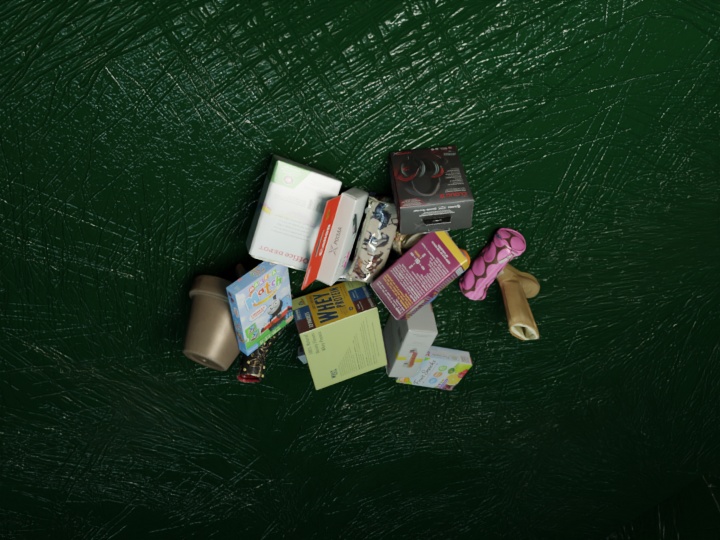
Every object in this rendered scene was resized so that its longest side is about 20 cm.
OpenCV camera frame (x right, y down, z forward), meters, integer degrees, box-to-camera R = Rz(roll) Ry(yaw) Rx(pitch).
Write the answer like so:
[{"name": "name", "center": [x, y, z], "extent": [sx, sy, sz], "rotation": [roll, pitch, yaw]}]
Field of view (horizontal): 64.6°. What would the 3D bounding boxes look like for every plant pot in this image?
[{"name": "plant pot", "center": [-0.338, 0.134, 1.355], "extent": [0.196, 0.178, 0.201], "rotation": [17, 156, 8]}]

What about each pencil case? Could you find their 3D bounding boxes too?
[{"name": "pencil case", "center": [0.028, -0.068, 1.266], "extent": [0.088, 0.078, 0.204], "rotation": [9, 107, -27]}, {"name": "pencil case", "center": [0.320, -0.010, 1.402], "extent": [0.089, 0.095, 0.202], "rotation": [13, 133, -18]}]

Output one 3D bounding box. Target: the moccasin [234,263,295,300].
[{"name": "moccasin", "center": [-0.231, 0.041, 1.399], "extent": [0.078, 0.074, 0.201], "rotation": [-42, 129, 4]}]

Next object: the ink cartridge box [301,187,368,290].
[{"name": "ink cartridge box", "center": [-0.051, -0.064, 1.204], "extent": [0.043, 0.174, 0.204], "rotation": [21, 111, 9]}]

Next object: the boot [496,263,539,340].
[{"name": "boot", "center": [0.411, 0.091, 1.438], "extent": [0.172, 0.203, 0.066], "rotation": [23, 130, -27]}]

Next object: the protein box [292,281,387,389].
[{"name": "protein box", "center": [-0.055, 0.158, 1.446], "extent": [0.196, 0.136, 0.202], "rotation": [-18, 127, -8]}]

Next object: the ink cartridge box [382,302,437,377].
[{"name": "ink cartridge box", "center": [0.126, 0.169, 1.522], "extent": [0.081, 0.147, 0.202], "rotation": [6, 135, -15]}]

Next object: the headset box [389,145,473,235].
[{"name": "headset box", "center": [0.140, -0.158, 1.152], "extent": [0.145, 0.203, 0.076], "rotation": [-6, 137, 0]}]

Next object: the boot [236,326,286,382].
[{"name": "boot", "center": [-0.255, 0.200, 1.465], "extent": [0.072, 0.154, 0.198], "rotation": [26, 149, -28]}]

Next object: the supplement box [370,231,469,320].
[{"name": "supplement box", "center": [0.134, 0.009, 1.258], "extent": [0.199, 0.104, 0.131], "rotation": [-41, 169, 6]}]

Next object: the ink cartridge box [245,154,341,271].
[{"name": "ink cartridge box", "center": [-0.142, -0.117, 1.185], "extent": [0.142, 0.088, 0.204], "rotation": [14, 103, -22]}]

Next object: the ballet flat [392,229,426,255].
[{"name": "ballet flat", "center": [0.149, -0.104, 1.264], "extent": [0.075, 0.064, 0.200], "rotation": [36, 108, -19]}]

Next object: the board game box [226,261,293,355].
[{"name": "board game box", "center": [-0.222, 0.077, 1.286], "extent": [0.151, 0.036, 0.203], "rotation": [-39, 145, -33]}]

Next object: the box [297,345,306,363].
[{"name": "box", "center": [-0.084, 0.209, 1.611], "extent": [0.196, 0.039, 0.042], "rotation": [-22, 133, 14]}]

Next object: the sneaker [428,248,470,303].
[{"name": "sneaker", "center": [0.177, 0.013, 1.411], "extent": [0.200, 0.076, 0.078], "rotation": [-47, 148, 23]}]

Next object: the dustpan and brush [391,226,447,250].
[{"name": "dustpan and brush", "center": [0.107, -0.067, 1.351], "extent": [0.197, 0.058, 0.141], "rotation": [-29, 119, 10]}]

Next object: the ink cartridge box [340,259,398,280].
[{"name": "ink cartridge box", "center": [0.000, 0.000, 1.374], "extent": [0.195, 0.045, 0.094], "rotation": [-1, 175, -7]}]

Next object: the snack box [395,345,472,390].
[{"name": "snack box", "center": [0.219, 0.293, 1.725], "extent": [0.195, 0.054, 0.144], "rotation": [12, 132, -18]}]
